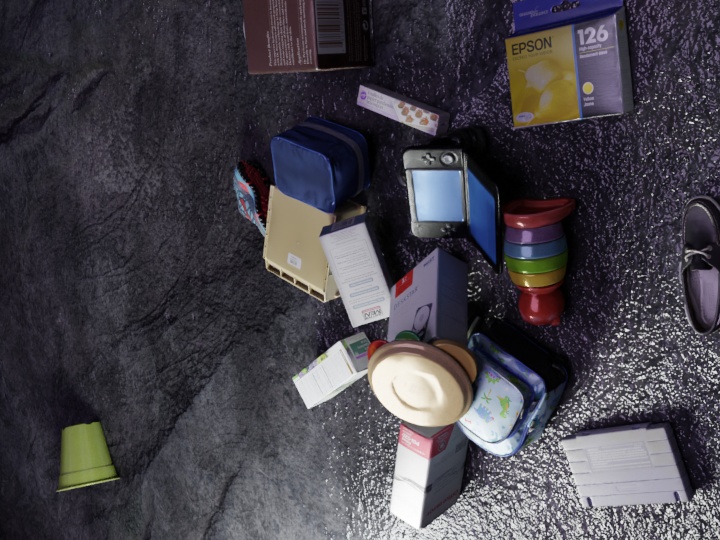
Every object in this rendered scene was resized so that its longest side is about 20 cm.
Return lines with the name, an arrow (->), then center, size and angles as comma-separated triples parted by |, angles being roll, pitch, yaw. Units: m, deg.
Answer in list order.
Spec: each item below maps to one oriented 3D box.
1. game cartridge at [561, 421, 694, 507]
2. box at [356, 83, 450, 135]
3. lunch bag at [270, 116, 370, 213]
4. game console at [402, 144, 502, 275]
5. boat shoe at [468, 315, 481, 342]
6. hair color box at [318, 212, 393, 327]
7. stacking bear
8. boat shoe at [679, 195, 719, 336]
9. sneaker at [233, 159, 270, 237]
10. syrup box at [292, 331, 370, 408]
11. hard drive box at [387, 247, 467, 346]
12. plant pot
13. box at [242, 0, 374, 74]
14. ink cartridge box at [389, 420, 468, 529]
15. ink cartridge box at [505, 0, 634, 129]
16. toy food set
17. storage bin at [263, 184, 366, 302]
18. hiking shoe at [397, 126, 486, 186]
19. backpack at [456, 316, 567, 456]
game cartridge -> 0.443, 0.325, 1.364 | 0.198, 0.038, 0.132 | -19, 85, 45
box -> 0.078, -0.302, 1.519 | 0.198, 0.041, 0.039 | 29, 120, 33
lunch bag -> -0.079, -0.218, 1.632 | 0.198, 0.132, 0.138 | 27, 135, 34
game console -> 0.158, -0.101, 1.393 | 0.172, 0.118, 0.202 | 2, 134, 12
boat shoe -> 0.165, 0.151, 1.546 | 0.066, 0.074, 0.201 | 35, 134, 16
hair color box -> 0.000, 0.000, 1.603 | 0.097, 0.061, 0.203 | -16, 109, 12
stacking bear -> 0.296, -0.008, 1.356 | 0.120, 0.113, 0.204 | 3, 110, 36
boat shoe -> 0.501, -0.005, 1.192 | 0.073, 0.060, 0.205 | 3, 104, 43
sneaker -> -0.230, -0.147, 1.844 | 0.096, 0.078, 0.203 | -51, 59, 50
syrup box -> -0.055, 0.217, 1.768 | 0.200, 0.078, 0.082 | -42, 73, 42
hard drive box -> 0.122, 0.088, 1.490 | 0.156, 0.076, 0.203 | -43, 30, 41
plant pot -> -0.879, 0.588, 2.601 | 0.198, 0.198, 0.194 | -22, 74, 44
box -> -0.100, -0.466, 1.553 | 0.197, 0.163, 0.170 | 10, 110, 41
ink cartridge box -> 0.138, 0.375, 1.585 | 0.084, 0.144, 0.204 | 19, 114, 36
ink cartridge box -> 0.321, -0.336, 1.278 | 0.195, 0.047, 0.204 | 0, 104, 44
toy food set -> 0.101, 0.188, 1.401 | 0.194, 0.049, 0.203 | 13, 131, 15
storage bin -> -0.102, -0.067, 1.722 | 0.198, 0.093, 0.202 | 27, 120, 34
hiking shoe -> 0.125, -0.206, 1.458 | 0.198, 0.100, 0.077 | -26, 78, 42
backpack -> 0.245, 0.222, 1.442 | 0.182, 0.145, 0.203 | 35, 127, 34
